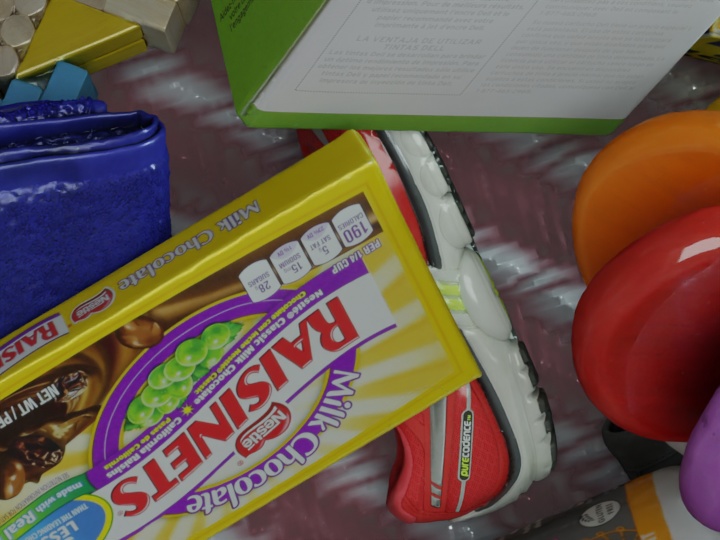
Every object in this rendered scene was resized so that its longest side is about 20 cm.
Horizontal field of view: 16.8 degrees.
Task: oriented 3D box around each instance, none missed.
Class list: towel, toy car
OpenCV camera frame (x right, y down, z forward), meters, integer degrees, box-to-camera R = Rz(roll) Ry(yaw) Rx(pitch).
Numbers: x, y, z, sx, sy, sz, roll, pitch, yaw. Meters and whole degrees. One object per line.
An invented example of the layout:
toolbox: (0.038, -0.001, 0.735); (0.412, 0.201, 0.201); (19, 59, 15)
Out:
towel: (-0.133, 0.043, 0.812); (0.147, 0.050, 0.201); (-10, 122, -16)
toy car: (0.145, 0.024, 0.754); (0.149, 0.200, 0.176); (-15, 140, -38)

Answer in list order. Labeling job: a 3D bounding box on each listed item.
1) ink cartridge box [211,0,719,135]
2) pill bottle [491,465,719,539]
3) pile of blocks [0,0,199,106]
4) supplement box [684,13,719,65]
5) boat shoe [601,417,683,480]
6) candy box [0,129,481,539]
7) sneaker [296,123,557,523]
ink cartridge box: (0.057, -0.124, 0.752); (0.147, 0.200, 0.076); (-1, 62, -28)
pill bottle: (0.047, 0.156, 0.845); (0.199, 0.116, 0.117); (-24, 97, 7)
pile of blocks: (-0.145, -0.050, 0.836); (0.199, 0.062, 0.083); (-17, 74, 0)
supplement box: (0.179, -0.166, 0.857); (0.108, 0.110, 0.202); (13, 91, -9)
boat shoe: (0.167, 0.007, 0.890); (0.057, 0.067, 0.200); (38, 91, -14)
candy box: (-0.065, 0.046, 0.796); (0.199, 0.026, 0.103); (-31, 129, -3)
sneaker: (0.000, 0.000, 0.861); (0.084, 0.077, 0.201); (-25, 97, -1)
